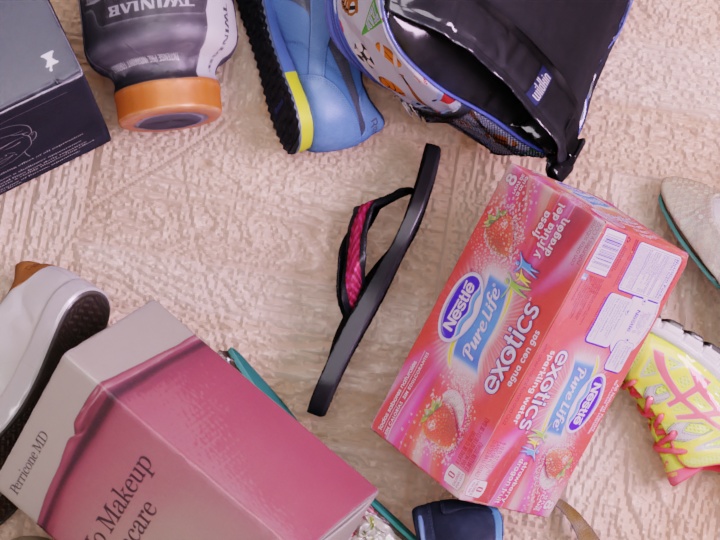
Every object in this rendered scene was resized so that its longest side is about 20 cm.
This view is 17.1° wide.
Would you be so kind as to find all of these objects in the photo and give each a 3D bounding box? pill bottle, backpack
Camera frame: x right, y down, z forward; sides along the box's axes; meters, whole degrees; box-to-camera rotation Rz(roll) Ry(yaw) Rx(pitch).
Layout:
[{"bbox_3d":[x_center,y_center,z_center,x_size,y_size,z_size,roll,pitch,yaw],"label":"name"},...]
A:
[{"bbox_3d":[-0.139,-0.197,1.617,0.106,0.106,0.201,-7,82,-2],"label":"pill bottle"},{"bbox_3d":[0.073,-0.184,1.576,0.190,0.154,0.201,29,74,-37],"label":"backpack"}]

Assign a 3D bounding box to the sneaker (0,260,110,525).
[{"bbox_3d":[-0.243,0.087,1.603,0.084,0.073,0.201,27,88,34],"label":"sneaker"}]

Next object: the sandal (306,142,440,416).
[{"bbox_3d":[0.000,0.000,1.607,0.045,0.075,0.201,26,85,2],"label":"sandal"}]

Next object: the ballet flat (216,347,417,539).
[{"bbox_3d":[-0.042,0.140,1.587,0.064,0.076,0.200,-44,82,2],"label":"ballet flat"}]

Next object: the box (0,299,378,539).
[{"bbox_3d":[-0.112,0.139,1.529,0.200,0.109,0.128,39,122,12],"label":"box"}]

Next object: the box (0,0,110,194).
[{"bbox_3d":[-0.256,-0.118,1.556,0.148,0.200,0.107,-26,83,-5],"label":"box"}]

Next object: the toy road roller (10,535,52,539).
[{"bbox_3d":[-0.197,0.283,1.541,0.145,0.123,0.201,21,87,-10],"label":"toy road roller"}]

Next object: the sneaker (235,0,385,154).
[{"bbox_3d":[-0.038,-0.178,1.642,0.078,0.066,0.201,-14,81,-18],"label":"sneaker"}]

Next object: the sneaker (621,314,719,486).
[{"bbox_3d":[0.216,0.095,1.594,0.200,0.078,0.091,33,84,3],"label":"sneaker"}]

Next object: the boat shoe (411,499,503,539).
[{"bbox_3d":[0.051,0.246,1.533,0.068,0.084,0.201,5,64,3],"label":"boat shoe"}]

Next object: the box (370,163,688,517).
[{"bbox_3d":[0.109,0.046,1.546,0.095,0.102,0.201,36,103,42],"label":"box"}]

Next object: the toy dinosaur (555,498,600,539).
[{"bbox_3d":[0.176,0.226,1.569,0.101,0.058,0.201,0,64,-18],"label":"toy dinosaur"}]

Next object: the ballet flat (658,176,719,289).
[{"bbox_3d":[0.272,0.003,1.592,0.062,0.067,0.200,-47,62,31],"label":"ballet flat"}]
